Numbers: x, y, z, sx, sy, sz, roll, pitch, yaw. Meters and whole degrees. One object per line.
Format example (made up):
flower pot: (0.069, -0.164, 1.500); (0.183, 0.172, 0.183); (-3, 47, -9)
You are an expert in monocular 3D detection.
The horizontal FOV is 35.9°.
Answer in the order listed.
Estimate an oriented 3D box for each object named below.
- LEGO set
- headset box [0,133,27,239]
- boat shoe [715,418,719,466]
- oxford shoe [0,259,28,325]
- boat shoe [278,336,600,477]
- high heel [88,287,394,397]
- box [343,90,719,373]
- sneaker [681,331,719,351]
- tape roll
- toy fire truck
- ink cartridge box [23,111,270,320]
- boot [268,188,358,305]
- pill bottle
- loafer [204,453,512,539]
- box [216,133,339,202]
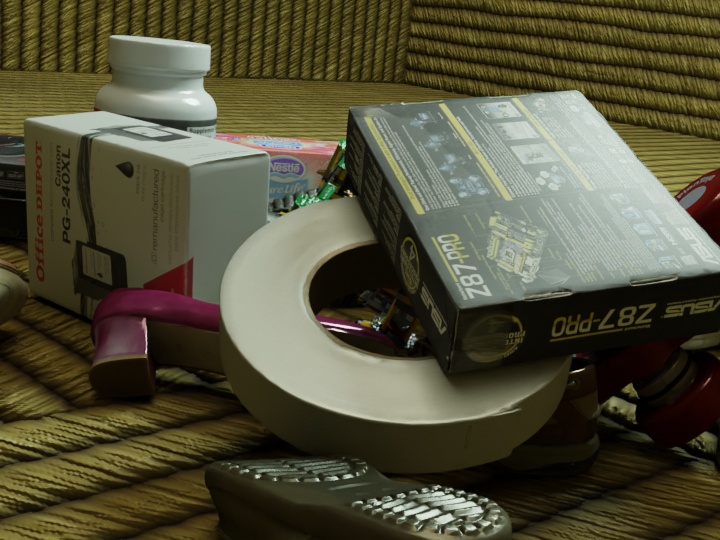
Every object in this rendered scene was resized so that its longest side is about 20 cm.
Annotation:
LEGO set: (0.000, 0.000, 0.833); (0.153, 0.116, 0.200); (25, 27, -7)
headset box: (-0.342, -0.086, 1.132); (0.147, 0.076, 0.200); (6, 14, -3)
boat shoe: (0.266, 0.087, 0.708); (0.074, 0.069, 0.200); (9, 15, 3)
oxford shoe: (-0.264, 0.042, 0.711); (0.074, 0.071, 0.200); (34, 18, 7)
boat shoe: (0.047, 0.073, 0.660); (0.198, 0.075, 0.076); (4, 14, -9)
high heel: (-0.079, 0.039, 0.736); (0.198, 0.068, 0.096); (-7, 35, 0)
box: (0.092, -0.033, 0.634); (0.160, 0.049, 0.201); (-6, 39, -17)
sneaker: (0.308, 0.024, 0.966); (0.198, 0.081, 0.074); (0, 17, -17)
tape roll: (0.021, 0.028, 0.616); (0.201, 0.037, 0.204); (3, 37, -2)
toy fire truck: (0.212, 0.010, 0.738); (0.112, 0.200, 0.168); (46, 19, -6)
ink cartridge box: (-0.167, -0.033, 0.843); (0.199, 0.147, 0.083); (17, 22, 38)
boot: (-0.090, -0.030, 1.001); (0.209, 0.080, 0.158); (12, 18, -21)
pill bottle: (-0.195, -0.114, 1.048); (0.115, 0.202, 0.116); (5, 13, -1)
loafer: (-0.013, 0.120, 0.473); (0.075, 0.068, 0.200); (2, -2, -28)
box: (-0.096, -0.095, 1.234); (0.198, 0.096, 0.103); (3, 15, -14)
